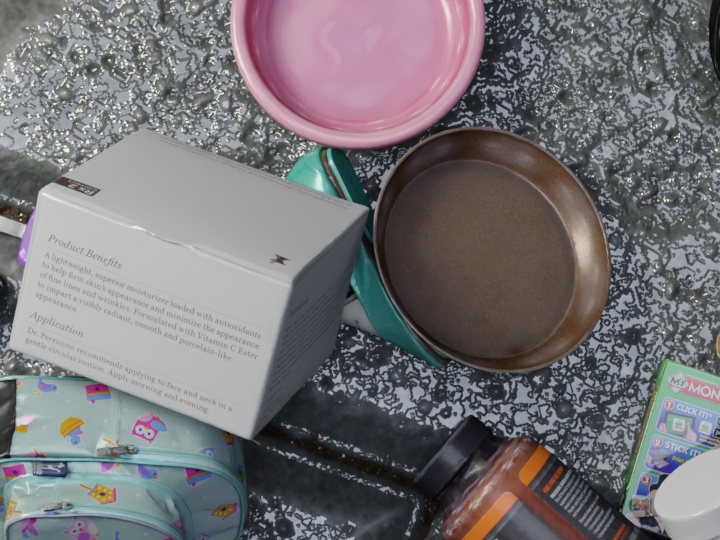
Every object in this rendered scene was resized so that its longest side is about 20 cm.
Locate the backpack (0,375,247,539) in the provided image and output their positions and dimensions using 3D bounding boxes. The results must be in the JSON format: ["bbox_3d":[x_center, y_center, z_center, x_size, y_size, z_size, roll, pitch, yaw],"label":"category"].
[{"bbox_3d":[-0.181,0.163,1.641,0.200,0.176,0.153,-7,52,-8],"label":"backpack"}]

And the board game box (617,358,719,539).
[{"bbox_3d":[0.314,0.163,1.715,0.200,0.029,0.135,18,85,2],"label":"board game box"}]

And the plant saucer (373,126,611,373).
[{"bbox_3d":[0.098,-0.013,1.699,0.200,0.034,0.201,7,68,-19],"label":"plant saucer"}]

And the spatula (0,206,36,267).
[{"bbox_3d":[-0.304,-0.044,1.742,0.200,0.021,0.057,19,87,3],"label":"spatula"}]

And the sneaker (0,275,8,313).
[{"bbox_3d":[-0.371,-0.018,1.711,0.200,0.074,0.079,46,111,-1],"label":"sneaker"}]

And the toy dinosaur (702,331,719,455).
[{"bbox_3d":[0.324,0.074,1.702,0.101,0.058,0.200,12,63,11],"label":"toy dinosaur"}]

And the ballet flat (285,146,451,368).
[{"bbox_3d":[0.000,0.000,1.722,0.070,0.067,0.200,-32,85,22],"label":"ballet flat"}]

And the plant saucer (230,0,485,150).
[{"bbox_3d":[-0.002,-0.190,1.731,0.200,0.051,0.201,0,81,0],"label":"plant saucer"}]

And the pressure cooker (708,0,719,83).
[{"bbox_3d":[0.366,-0.195,1.671,0.200,0.179,0.176,-6,88,-1],"label":"pressure cooker"}]

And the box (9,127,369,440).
[{"bbox_3d":[-0.123,0.004,1.620,0.199,0.200,0.131,20,112,11],"label":"box"}]

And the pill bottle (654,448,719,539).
[{"bbox_3d":[0.300,0.233,1.635,0.111,0.111,0.200,-34,110,-2],"label":"pill bottle"}]

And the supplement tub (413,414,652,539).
[{"bbox_3d":[0.137,0.200,1.675,0.200,0.107,0.107,41,87,3],"label":"supplement tub"}]
